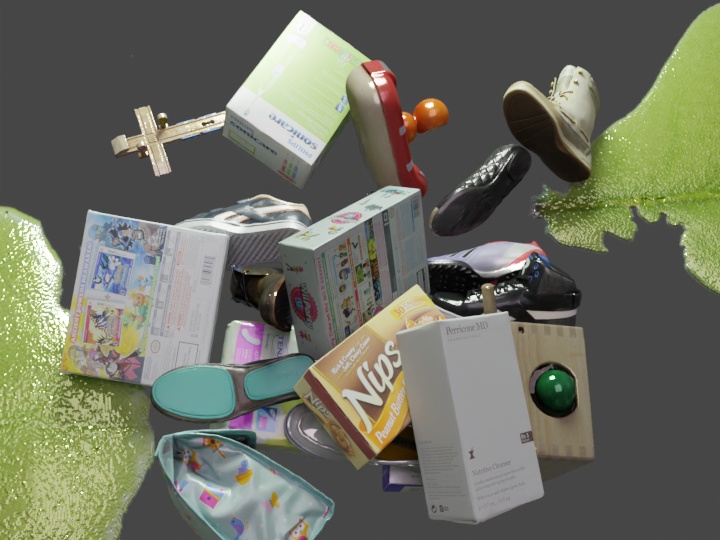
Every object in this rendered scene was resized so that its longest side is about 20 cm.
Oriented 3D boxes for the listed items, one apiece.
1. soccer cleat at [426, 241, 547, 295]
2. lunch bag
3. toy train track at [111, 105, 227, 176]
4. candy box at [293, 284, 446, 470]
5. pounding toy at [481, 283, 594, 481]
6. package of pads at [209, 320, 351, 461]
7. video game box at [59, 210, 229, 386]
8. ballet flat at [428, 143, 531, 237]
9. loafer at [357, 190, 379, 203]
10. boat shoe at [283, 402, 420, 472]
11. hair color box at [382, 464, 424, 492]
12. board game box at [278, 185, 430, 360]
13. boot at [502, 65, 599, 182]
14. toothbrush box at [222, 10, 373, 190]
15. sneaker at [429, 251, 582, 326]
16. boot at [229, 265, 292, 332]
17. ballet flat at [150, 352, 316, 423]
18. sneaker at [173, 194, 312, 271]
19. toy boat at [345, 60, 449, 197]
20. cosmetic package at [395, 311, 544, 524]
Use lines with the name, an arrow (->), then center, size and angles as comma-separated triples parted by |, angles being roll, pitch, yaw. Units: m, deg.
soccer cleat -> 0.168, -0.005, 1.092 | 0.194, 0.069, 0.074 | -2, 43, -4
lunch bag -> -0.139, 0.255, 0.875 | 0.198, 0.171, 0.123 | 33, 68, 4
toy train track -> -0.261, -0.207, 1.124 | 0.196, 0.033, 0.117 | -19, 71, -16
candy box -> 0.033, 0.116, 0.888 | 0.116, 0.055, 0.199 | 48, 51, 9
pounding toy -> 0.191, 0.143, 0.949 | 0.138, 0.201, 0.189 | 5, 66, -7
package of pads -> -0.083, 0.149, 0.984 | 0.195, 0.068, 0.158 | 8, 68, -5
video game box -> -0.269, 0.041, 0.981 | 0.177, 0.047, 0.205 | 10, 87, -6
ballet flat -> 0.174, -0.115, 1.146 | 0.199, 0.057, 0.067 | -39, 113, -17
loafer -> 0.000, -0.014, 1.059 | 0.071, 0.073, 0.205 | 8, 68, -6
boat shoe -> 0.008, 0.193, 0.906 | 0.195, 0.070, 0.073 | 15, 71, -4
hair color box -> 0.083, 0.177, 0.998 | 0.106, 0.065, 0.205 | 3, 66, -6
board game box -> 0.000, 0.000, 0.956 | 0.063, 0.151, 0.199 | 12, 31, 39
boot -> 0.291, -0.249, 1.163 | 0.199, 0.071, 0.157 | 37, 59, -32
toothbrush box -> -0.086, -0.247, 1.128 | 0.144, 0.086, 0.202 | 32, 66, -2
sneaker -> 0.194, 0.024, 1.035 | 0.195, 0.073, 0.115 | 12, 105, 4
boot -> -0.128, 0.034, 0.971 | 0.094, 0.200, 0.077 | 1, 97, 2
ballet flat -> -0.141, 0.142, 0.904 | 0.195, 0.069, 0.070 | -5, 70, -8
sneaker -> -0.160, -0.052, 1.051 | 0.194, 0.080, 0.080 | -1, 39, 3
toy boat -> 0.062, -0.196, 1.077 | 0.128, 0.203, 0.131 | -19, 34, -4
cosmetic package -> 0.117, 0.153, 0.837 | 0.111, 0.080, 0.205 | -6, 83, -37
